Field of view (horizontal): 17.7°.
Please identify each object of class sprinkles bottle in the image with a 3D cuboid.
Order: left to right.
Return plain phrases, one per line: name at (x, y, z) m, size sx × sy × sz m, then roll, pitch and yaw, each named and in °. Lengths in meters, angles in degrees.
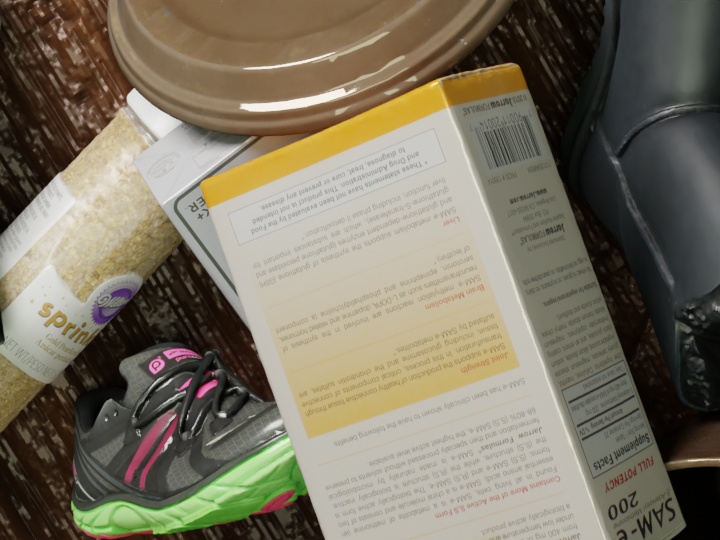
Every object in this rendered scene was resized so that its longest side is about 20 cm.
sprinkles bottle at (-0.135, -0.005, 1.082) m, size 0.068 × 0.068 × 0.200 m, roll 44°, pitch 95°, yaw -7°

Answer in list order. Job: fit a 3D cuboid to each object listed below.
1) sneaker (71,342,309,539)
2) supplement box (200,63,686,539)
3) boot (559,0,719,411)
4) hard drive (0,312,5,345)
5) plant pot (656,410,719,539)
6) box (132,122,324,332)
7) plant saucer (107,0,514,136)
sneaker at (-0.077, 0.073, 1.044) m, size 0.076 × 0.199 × 0.084 m, roll -11°, pitch 88°, yaw -41°
supplement box at (0.033, 0.034, 0.930) m, size 0.125 × 0.073 × 0.201 m, roll -20°, pitch 89°, yaw 32°
boot at (0.156, -0.060, 0.978) m, size 0.076 × 0.169 × 0.201 m, roll -1°, pitch 131°, yaw -22°
hard drive at (-0.268, -0.008, 1.056) m, size 0.198 × 0.033 × 0.140 m, roll -14°, pitch 60°, yaw 0°
plant pot at (0.187, 0.132, 1.038) m, size 0.185 × 0.200 × 0.188 m, roll 7°, pitch 111°, yaw 18°
box at (0.000, 0.000, 1.055) m, size 0.116 × 0.060 × 0.200 m, roll -38°, pitch 118°, yaw -2°
plant saucer at (-0.021, -0.143, 1.015) m, size 0.199 × 0.201 × 0.030 m, roll -23°, pitch 138°, yaw 1°
